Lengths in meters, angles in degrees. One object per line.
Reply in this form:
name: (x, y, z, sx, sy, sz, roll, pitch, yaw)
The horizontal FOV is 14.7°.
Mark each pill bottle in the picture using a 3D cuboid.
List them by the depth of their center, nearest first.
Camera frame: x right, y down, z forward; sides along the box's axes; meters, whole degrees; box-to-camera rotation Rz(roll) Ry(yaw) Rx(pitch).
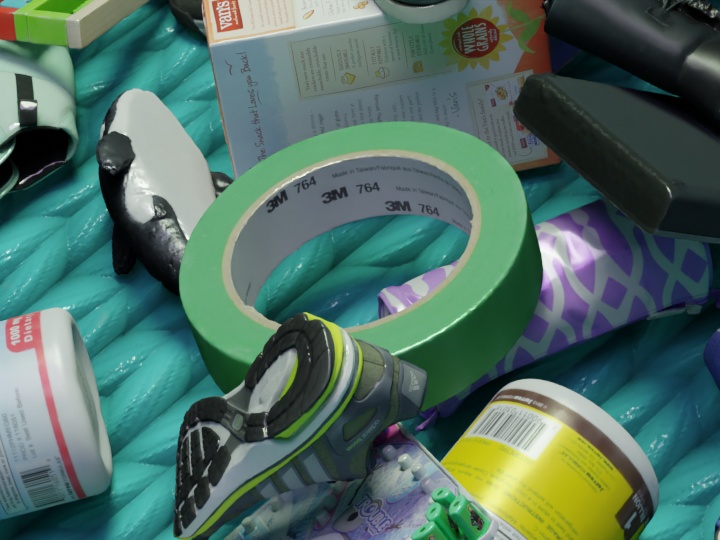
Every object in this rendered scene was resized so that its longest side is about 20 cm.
pill bottle: (0.063, 0.161, 1.476, 0.109, 0.110, 0.200, 28, 64, 27)
pill bottle: (-0.248, 0.096, 1.583, 0.199, 0.109, 0.109, -14, 52, -1)

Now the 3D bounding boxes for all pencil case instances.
pencil case: (0.108, 0.016, 1.597, 0.199, 0.084, 0.086, -22, 87, -4)

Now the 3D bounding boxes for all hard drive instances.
hard drive: (0.199, -0.057, 1.569, 0.199, 0.033, 0.140, 7, 27, -39)

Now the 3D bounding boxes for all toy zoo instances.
toy zoo: (-0.235, -0.183, 1.798, 0.199, 0.021, 0.131, 8, 27, 22)

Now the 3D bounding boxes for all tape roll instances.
tape roll: (0.000, 0.000, 1.551, 0.199, 0.048, 0.201, -10, 41, 9)

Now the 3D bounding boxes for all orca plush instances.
orca plush: (-0.116, -0.018, 1.690, 0.105, 0.071, 0.200, -2, 48, -51)

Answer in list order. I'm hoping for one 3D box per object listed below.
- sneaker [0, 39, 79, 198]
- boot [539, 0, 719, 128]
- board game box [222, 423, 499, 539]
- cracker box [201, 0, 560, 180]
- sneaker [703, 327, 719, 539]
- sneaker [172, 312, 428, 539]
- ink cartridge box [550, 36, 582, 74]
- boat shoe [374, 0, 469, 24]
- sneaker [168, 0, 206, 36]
sneaker: (-0.272, -0.088, 1.741, 0.199, 0.074, 0.119, -15, 45, -4)
boot: (0.206, -0.145, 1.630, 0.168, 0.077, 0.200, 34, 30, 14)
board game box: (-0.040, 0.159, 1.460, 0.200, 0.026, 0.200, -41, 22, -3)
cracker box: (0.014, -0.114, 1.664, 0.198, 0.135, 0.058, -10, 41, -1)
sneaker: (0.224, 0.116, 1.497, 0.115, 0.081, 0.200, -26, 55, -11)
sneaker: (-0.037, 0.094, 1.462, 0.080, 0.200, 0.074, 17, 57, -25)
ink cartridge box: (0.146, -0.252, 1.737, 0.196, 0.043, 0.201, -41, 43, 32)
boat shoe: (0.000, -0.215, 1.632, 0.072, 0.062, 0.200, -25, 42, -18)
sneaker: (-0.035, -0.219, 1.767, 0.198, 0.116, 0.075, -11, 49, 7)
